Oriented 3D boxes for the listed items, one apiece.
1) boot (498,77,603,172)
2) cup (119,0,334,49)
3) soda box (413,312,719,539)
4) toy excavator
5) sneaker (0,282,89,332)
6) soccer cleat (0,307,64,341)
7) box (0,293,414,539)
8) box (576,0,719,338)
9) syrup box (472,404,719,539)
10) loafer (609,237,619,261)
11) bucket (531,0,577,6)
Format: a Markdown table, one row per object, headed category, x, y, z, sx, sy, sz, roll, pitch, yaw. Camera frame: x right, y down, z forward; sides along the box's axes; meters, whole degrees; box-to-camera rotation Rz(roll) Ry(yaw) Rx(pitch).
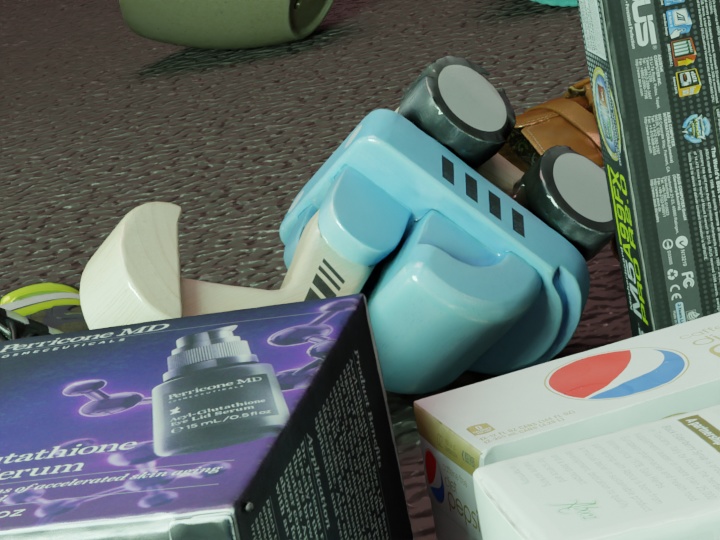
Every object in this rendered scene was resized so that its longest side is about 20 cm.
| category | x | y | z | sx | sy | sz | roll | pitch | yaw |
| --- | --- | --- | --- | --- | --- | --- | --- | --- | --- |
| boot | 0.141 | -0.092 | 1.313 | 0.154 | 0.074 | 0.200 | -19 | 14 | -12 |
| cup | -0.097 | -0.274 | 1.974 | 0.142 | 0.202 | 0.200 | 23 | 27 | 19 |
| soda box | 0.123 | 0.056 | 0.794 | 0.198 | 0.064 | 0.068 | -16 | 16 | -16 |
| toy excavator | 0.000 | 0.000 | 0.935 | 0.100 | 0.194 | 0.201 | -45 | 14 | 40 |
| sneaker | -0.167 | 0.057 | 0.989 | 0.081 | 0.074 | 0.199 | 8 | 26 | 41 |
| soccer cleat | -0.129 | 0.050 | 0.885 | 0.199 | 0.068 | 0.081 | 21 | -13 | 24 |
| box | -0.074 | 0.092 | 0.721 | 0.147 | 0.105 | 0.200 | -8 | 16 | 12 |
| box | 0.174 | -0.046 | 0.864 | 0.159 | 0.202 | 0.044 | -13 | 15 | -5 |
| syrup box | 0.140 | 0.081 | 0.658 | 0.198 | 0.079 | 0.081 | -13 | 15 | -9 |
| loafer | 0.143 | -0.022 | 1.064 | 0.062 | 0.072 | 0.200 | -19 | 18 | -3 |
| bucket | 0.181 | -0.326 | 1.907 | 0.205 | 0.209 | 0.135 | -6 | 23 | 17 |
